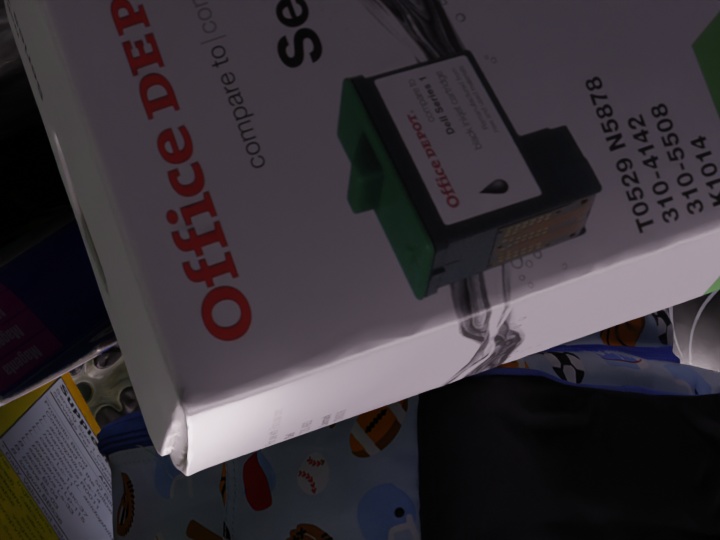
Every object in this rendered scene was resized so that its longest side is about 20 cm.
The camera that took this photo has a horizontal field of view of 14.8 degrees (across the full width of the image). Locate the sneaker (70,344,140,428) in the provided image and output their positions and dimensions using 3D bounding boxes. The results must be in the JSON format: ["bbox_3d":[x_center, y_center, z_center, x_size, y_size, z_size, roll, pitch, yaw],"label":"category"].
[{"bbox_3d":[-0.074,0.012,1.135,0.199,0.078,0.086,-23,-161,-22],"label":"sneaker"}]

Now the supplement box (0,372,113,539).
[{"bbox_3d":[-0.137,0.120,0.910,0.109,0.109,0.200,-31,-174,13],"label":"supplement box"}]

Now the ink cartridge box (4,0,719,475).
[{"bbox_3d":[0.020,-0.050,0.724,0.199,0.147,0.084,-19,169,-9],"label":"ink cartridge box"}]

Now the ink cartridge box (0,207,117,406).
[{"bbox_3d":[-0.110,0.011,0.932,0.200,0.043,0.196,-30,-175,35],"label":"ink cartridge box"}]

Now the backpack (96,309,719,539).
[{"bbox_3d":[0.012,0.067,0.869,0.190,0.155,0.199,-18,162,36],"label":"backpack"}]

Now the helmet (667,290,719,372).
[{"bbox_3d":[0.190,-0.031,1.037,0.199,0.200,0.192,-17,126,-21],"label":"helmet"}]
